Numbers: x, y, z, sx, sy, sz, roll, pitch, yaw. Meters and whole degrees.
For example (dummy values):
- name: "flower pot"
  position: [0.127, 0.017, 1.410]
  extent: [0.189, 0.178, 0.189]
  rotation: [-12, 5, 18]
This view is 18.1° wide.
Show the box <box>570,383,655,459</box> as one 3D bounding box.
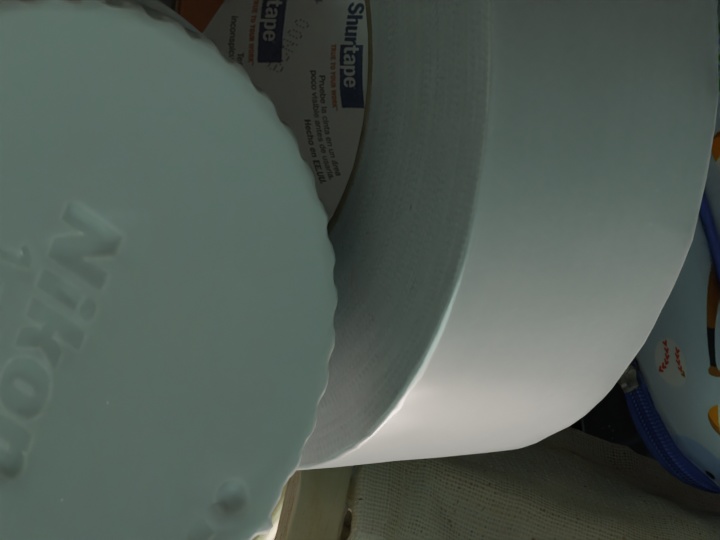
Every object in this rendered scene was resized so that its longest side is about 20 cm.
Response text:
- name: "box"
  position: [0.109, -0.012, 0.859]
  extent: [0.163, 0.202, 0.086]
  rotation: [2, 169, -36]

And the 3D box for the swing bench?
- name: "swing bench"
  position: [0.041, 0.113, 0.716]
  extent: [0.198, 0.130, 0.200]
  rotation: [22, 146, -14]

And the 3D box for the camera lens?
- name: "camera lens"
  position: [-0.117, -0.003, 0.554]
  extent: [0.159, 0.161, 0.200]
  rotation: [0, -170, -32]

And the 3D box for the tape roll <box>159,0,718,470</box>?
- name: "tape roll"
  position: [0.003, -0.052, 0.571]
  extent: [0.066, 0.202, 0.200]
  rotation: [-2, 169, -32]

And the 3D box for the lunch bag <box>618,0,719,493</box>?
- name: "lunch bag"
  position: [0.158, -0.009, 0.707]
  extent: [0.199, 0.161, 0.076]
  rotation: [-6, 165, -29]
